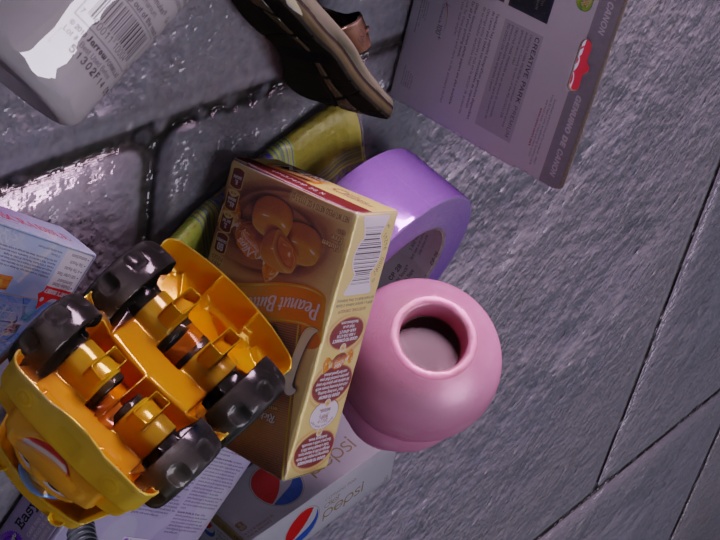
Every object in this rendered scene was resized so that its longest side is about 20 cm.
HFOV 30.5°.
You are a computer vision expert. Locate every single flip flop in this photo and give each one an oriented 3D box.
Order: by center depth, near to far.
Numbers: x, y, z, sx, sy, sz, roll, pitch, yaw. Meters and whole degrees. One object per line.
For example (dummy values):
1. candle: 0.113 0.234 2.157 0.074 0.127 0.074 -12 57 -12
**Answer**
1. flip flop: -0.026 -0.162 0.902 0.058 0.081 0.200 -64 148 -14

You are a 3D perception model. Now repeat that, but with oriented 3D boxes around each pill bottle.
1. pill bottle: -0.126 -0.182 0.676 0.200 0.114 0.114 -50 151 -9

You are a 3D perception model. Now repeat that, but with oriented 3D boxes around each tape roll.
1. tape roll: 0.000 0.000 1.063 0.200 0.066 0.200 -43 162 -17

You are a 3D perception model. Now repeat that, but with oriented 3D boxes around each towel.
1. towel: -0.065 -0.035 1.016 0.200 0.023 0.144 -40 149 -26

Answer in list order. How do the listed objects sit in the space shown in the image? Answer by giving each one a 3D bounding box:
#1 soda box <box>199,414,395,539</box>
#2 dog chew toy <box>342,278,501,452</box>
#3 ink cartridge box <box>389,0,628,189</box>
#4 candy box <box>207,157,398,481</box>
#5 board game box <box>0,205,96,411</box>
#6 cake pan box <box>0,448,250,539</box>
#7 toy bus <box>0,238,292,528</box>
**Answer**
1. soda box: -0.057 0.204 1.230 0.200 0.068 0.064 -30 143 -38
2. dog chew toy: 0.037 0.087 1.041 0.125 0.125 0.200 -42 170 -23
3. ink cartridge box: 0.131 -0.189 0.993 0.084 0.176 0.200 -23 138 -44
4. candy box: -0.057 0.032 0.935 0.055 0.115 0.200 -4 114 -54
5. board game box: -0.275 0.045 0.764 0.200 0.041 0.200 -58 152 4
6. cake pan box: -0.173 0.171 1.043 0.184 0.052 0.200 -55 151 3
7. toy bus: -0.169 0.097 0.854 0.192 0.136 0.200 -42 -179 31
